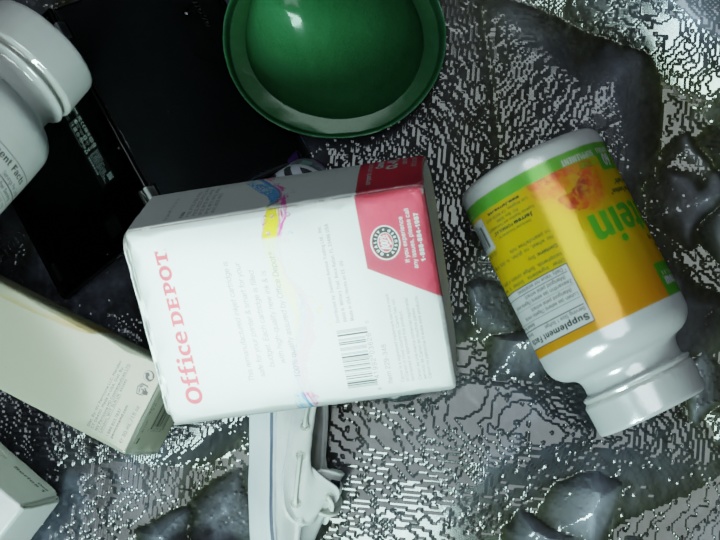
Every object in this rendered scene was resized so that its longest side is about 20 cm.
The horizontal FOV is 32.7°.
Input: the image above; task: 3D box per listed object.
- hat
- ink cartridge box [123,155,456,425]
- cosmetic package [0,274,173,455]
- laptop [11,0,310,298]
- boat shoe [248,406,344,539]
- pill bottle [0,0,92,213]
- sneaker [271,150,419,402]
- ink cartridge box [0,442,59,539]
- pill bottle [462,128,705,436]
[{"bbox_3d":[-0.035,-0.200,0.875,0.200,0.176,0.166,9,79,3],"label":"hat"},{"bbox_3d":[-0.042,0.012,0.834,0.200,0.086,0.148,-7,110,8],"label":"ink cartridge box"},{"bbox_3d":[-0.232,0.061,0.913,0.200,0.105,0.071,26,85,6],"label":"cosmetic package"},{"bbox_3d":[-0.182,-0.113,0.973,0.200,0.116,0.187,-34,80,30],"label":"laptop"},{"bbox_3d":[-0.044,0.157,0.899,0.065,0.074,0.200,-4,85,9],"label":"boat shoe"},{"bbox_3d":[-0.284,-0.089,0.852,0.114,0.114,0.200,34,69,8],"label":"pill bottle"},{"bbox_3d":[0.000,0.000,0.919,0.074,0.088,0.200,-24,107,13],"label":"sneaker"},{"bbox_3d":[-0.349,0.206,0.917,0.145,0.084,0.200,38,88,8],"label":"ink cartridge box"},{"bbox_3d":[0.163,0.011,0.875,0.111,0.111,0.200,-26,82,2],"label":"pill bottle"}]
